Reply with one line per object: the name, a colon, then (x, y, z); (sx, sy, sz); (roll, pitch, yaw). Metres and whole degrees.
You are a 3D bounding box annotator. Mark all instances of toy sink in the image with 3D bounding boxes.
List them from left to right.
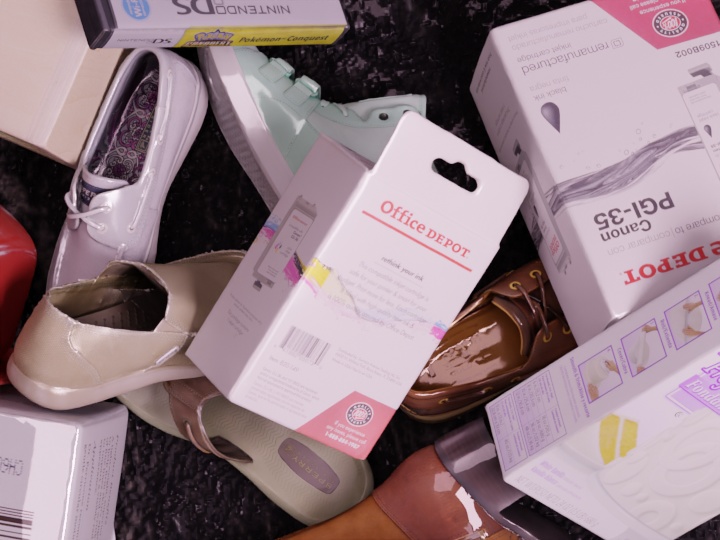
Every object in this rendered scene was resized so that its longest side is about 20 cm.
toy sink: (-0.255, -0.149, 1.308); (0.200, 0.130, 0.112); (24, 88, 6)

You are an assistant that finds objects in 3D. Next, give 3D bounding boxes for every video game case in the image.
video game case: (-0.113, -0.231, 1.282); (0.180, 0.025, 0.200); (-6, 69, -36)

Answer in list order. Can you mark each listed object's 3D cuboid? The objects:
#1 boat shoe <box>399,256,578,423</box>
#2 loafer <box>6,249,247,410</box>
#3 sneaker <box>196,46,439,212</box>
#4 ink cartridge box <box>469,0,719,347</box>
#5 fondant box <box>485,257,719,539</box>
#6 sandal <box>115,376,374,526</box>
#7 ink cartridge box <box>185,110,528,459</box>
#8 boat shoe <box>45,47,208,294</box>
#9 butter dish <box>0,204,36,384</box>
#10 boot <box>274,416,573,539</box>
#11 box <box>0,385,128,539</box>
boat shoe: (0.107, 0.033, 1.285); (0.200, 0.068, 0.072); (-30, 82, 2)
loafer: (-0.124, 0.026, 1.259); (0.076, 0.200, 0.068); (41, 133, 27)
sneaker: (-0.024, -0.103, 1.316); (0.118, 0.074, 0.201); (-26, 74, -13)
ink cartridge box: (0.173, -0.064, 1.248); (0.146, 0.083, 0.200); (-17, 71, -13)
fondant box: (0.196, 0.080, 1.200); (0.200, 0.144, 0.058); (-35, 45, 25)
sandal: (-0.077, 0.090, 1.303); (0.201, 0.057, 0.080); (33, 88, 8)
ink cartridge box: (0.000, 0.000, 1.232); (0.200, 0.116, 0.067); (-57, 37, 6)
boat shoe: (-0.156, -0.049, 1.302); (0.072, 0.069, 0.200); (25, 86, 25)
butter dish: (-0.277, -0.023, 1.256); (0.199, 0.200, 0.148); (26, 94, 7)
boot: (0.041, 0.215, 1.275); (0.200, 0.068, 0.188); (-33, 105, 10)
box: (-0.264, 0.169, 1.270); (0.199, 0.131, 0.199); (9, 91, 7)
